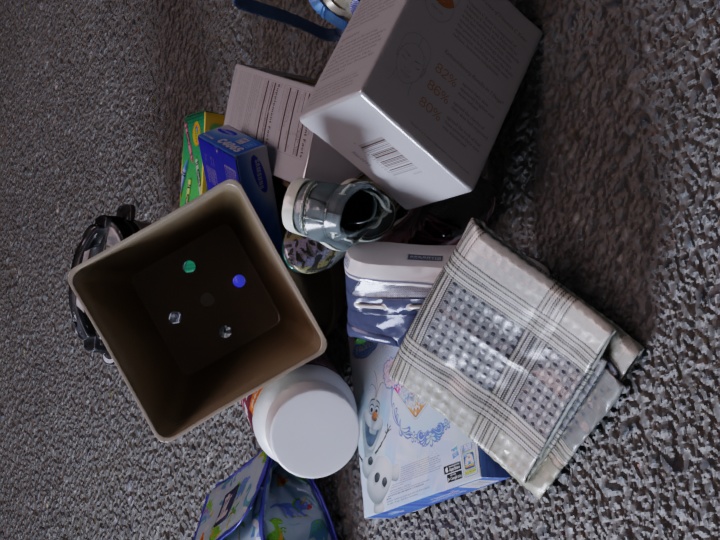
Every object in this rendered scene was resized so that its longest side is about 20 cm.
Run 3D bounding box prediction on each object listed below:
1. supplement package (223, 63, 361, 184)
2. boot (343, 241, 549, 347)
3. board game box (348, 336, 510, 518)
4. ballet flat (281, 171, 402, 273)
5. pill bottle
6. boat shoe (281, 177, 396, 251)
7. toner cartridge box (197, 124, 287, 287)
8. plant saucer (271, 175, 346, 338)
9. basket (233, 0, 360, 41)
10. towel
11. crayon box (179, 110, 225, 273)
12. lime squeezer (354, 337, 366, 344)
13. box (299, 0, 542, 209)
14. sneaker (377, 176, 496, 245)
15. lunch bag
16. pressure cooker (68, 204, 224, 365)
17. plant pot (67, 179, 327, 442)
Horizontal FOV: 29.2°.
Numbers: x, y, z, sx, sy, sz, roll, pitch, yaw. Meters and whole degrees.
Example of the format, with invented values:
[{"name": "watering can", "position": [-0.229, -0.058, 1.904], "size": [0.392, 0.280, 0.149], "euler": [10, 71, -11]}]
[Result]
[{"name": "supplement package", "position": [-0.062, -0.163, 1.596], "size": [0.199, 0.113, 0.111], "euler": [25, 106, 53]}, {"name": "boot", "position": [0.082, 0.028, 1.338], "size": [0.073, 0.198, 0.091], "euler": [-60, -26, -61]}, {"name": "board game box", "position": [0.065, 0.136, 1.420], "size": [0.200, 0.043, 0.201], "euler": [-30, 60, 50]}, {"name": "ballet flat", "position": [-0.009, -0.062, 1.452], "size": [0.071, 0.200, 0.073], "euler": [15, 121, 26]}, {"name": "pill bottle", "position": [-0.068, 0.146, 1.500], "size": [0.200, 0.113, 0.115], "euler": [-138, 60, -73]}, {"name": "boat shoe", "position": [-0.004, -0.052, 1.334], "size": [0.061, 0.200, 0.074], "euler": [12, 93, 26]}, {"name": "toner cartridge box", "position": [-0.132, -0.058, 1.597], "size": [0.095, 0.043, 0.202], "euler": [30, 136, 50]}, {"name": "plant saucer", "position": [-0.071, -0.015, 1.604], "size": [0.200, 0.029, 0.202], "euler": [41, 140, 46]}, {"name": "basket", "position": [-0.019, -0.317, 1.507], "size": [0.199, 0.175, 0.141], "euler": [-20, 71, 40]}, {"name": "towel", "position": [0.135, 0.085, 1.260], "size": [0.199, 0.034, 0.194], "euler": [37, 119, 16]}, {"name": "crayon box", "position": [-0.160, -0.089, 1.720], "size": [0.058, 0.118, 0.202], "euler": [-7, 78, 54]}, {"name": "lime squeezer", "position": [0.000, 0.000, 1.503], "size": [0.038, 0.070, 0.201], "euler": [118, 145, -49]}, {"name": "box", "position": [0.061, -0.188, 1.327], "size": [0.106, 0.152, 0.201], "euler": [-14, 43, 53]}, {"name": "sneaker", "position": [0.064, -0.013, 1.392], "size": [0.200, 0.075, 0.116], "euler": [-44, 21, 54]}, {"name": "lunch bag", "position": [-0.114, 0.316, 1.575], "size": [0.170, 0.126, 0.202], "euler": [-41, 52, 44]}, {"name": "pressure cooker", "position": [-0.288, 0.024, 1.815], "size": [0.179, 0.199, 0.177], "euler": [-54, 43, 34]}, {"name": "plant pot", "position": [-0.167, 0.036, 1.480], "size": [0.201, 0.199, 0.177], "euler": [61, 179, -4]}]
